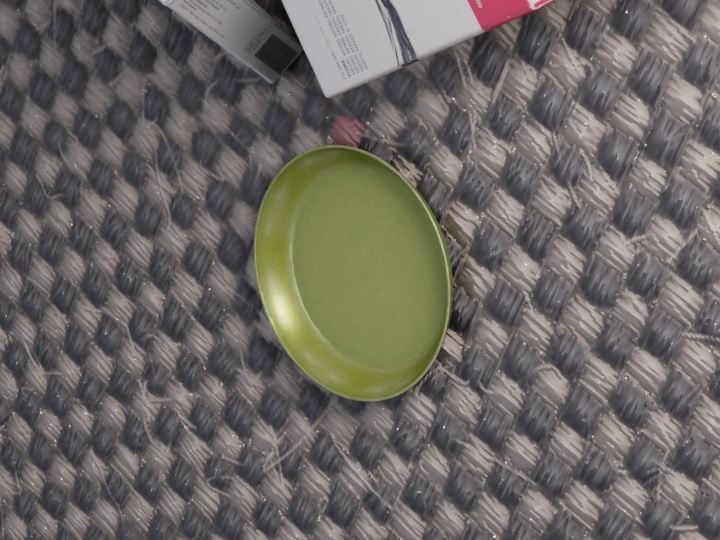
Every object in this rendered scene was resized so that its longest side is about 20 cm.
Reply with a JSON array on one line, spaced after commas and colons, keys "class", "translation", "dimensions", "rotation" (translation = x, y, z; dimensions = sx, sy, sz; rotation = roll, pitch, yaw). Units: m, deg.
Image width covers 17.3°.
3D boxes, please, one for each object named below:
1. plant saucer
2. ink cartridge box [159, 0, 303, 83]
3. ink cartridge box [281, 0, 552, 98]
[{"class": "plant saucer", "translation": [0.000, 0.000, 1.818], "dimensions": [0.200, 0.031, 0.200], "rotation": [13, 111, 39]}, {"class": "ink cartridge box", "translation": [-0.146, -0.232, 1.777], "dimensions": [0.044, 0.200, 0.174], "rotation": [-48, 66, 5]}, {"class": "ink cartridge box", "translation": [0.066, -0.204, 1.619], "dimensions": [0.200, 0.145, 0.084], "rotation": [-19, 100, 43]}]
